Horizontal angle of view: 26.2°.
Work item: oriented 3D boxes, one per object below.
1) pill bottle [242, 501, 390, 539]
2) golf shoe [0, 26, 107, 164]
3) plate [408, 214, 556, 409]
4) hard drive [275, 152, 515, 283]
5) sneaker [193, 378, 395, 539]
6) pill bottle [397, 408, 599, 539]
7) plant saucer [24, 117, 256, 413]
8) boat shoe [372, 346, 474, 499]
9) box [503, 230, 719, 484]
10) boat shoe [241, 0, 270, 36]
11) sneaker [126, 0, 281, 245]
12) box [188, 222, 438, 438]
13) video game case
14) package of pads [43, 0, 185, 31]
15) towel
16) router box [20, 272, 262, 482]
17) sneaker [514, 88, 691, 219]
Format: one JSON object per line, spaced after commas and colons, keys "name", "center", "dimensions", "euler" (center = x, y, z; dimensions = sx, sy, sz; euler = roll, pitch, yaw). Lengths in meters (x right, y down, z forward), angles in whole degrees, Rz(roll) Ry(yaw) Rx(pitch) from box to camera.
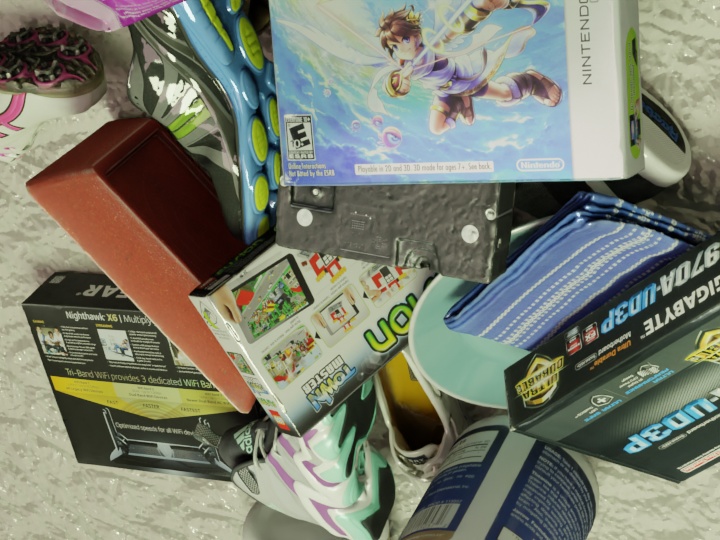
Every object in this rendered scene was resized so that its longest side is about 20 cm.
{"name": "pill bottle", "center": [-0.028, 0.273, 1.234], "dimensions": [0.115, 0.116, 0.202], "euler": [10, 126, 22]}
{"name": "golf shoe", "center": [-0.249, -0.123, 1.117], "dimensions": [0.199, 0.073, 0.093], "euler": [5, 130, 38]}
{"name": "plate", "center": [0.126, 0.022, 0.984], "dimensions": [0.198, 0.026, 0.201], "euler": [-6, 141, -5]}
{"name": "hard drive", "center": [0.025, -0.103, 0.881], "dimensions": [0.138, 0.038, 0.202], "euler": [9, 105, 22]}
{"name": "sneaker", "center": [-0.058, 0.117, 1.100], "dimensions": [0.139, 0.078, 0.201], "euler": [10, 137, 21]}
{"name": "pill bottle", "center": [0.096, 0.169, 1.038], "dimensions": [0.110, 0.200, 0.112], "euler": [14, 128, 19]}
{"name": "plant saucer", "center": [-0.116, -0.019, 1.044], "dimensions": [0.037, 0.200, 0.200], "euler": [-41, 98, 17]}
{"name": "boat shoe", "center": [0.046, 0.118, 1.117], "dimensions": [0.070, 0.070, 0.202], "euler": [2, 122, 27]}
{"name": "box", "center": [0.210, 0.058, 0.949], "dimensions": [0.158, 0.046, 0.200], "euler": [20, 140, -33]}
{"name": "boat shoe", "center": [-0.079, -0.180, 0.966], "dimensions": [0.198, 0.071, 0.065], "euler": [-1, 82, 28]}
{"name": "sneaker", "center": [-0.096, -0.109, 0.954], "dimensions": [0.082, 0.071, 0.201], "euler": [-5, 121, 32]}
{"name": "box", "center": [0.000, 0.000, 0.981], "dimensions": [0.111, 0.200, 0.035], "euler": [58, 158, -17]}
{"name": "video game case", "center": [0.046, -0.139, 0.819], "dimensions": [0.198, 0.045, 0.183], "euler": [0, 100, 24]}
{"name": "package of pads", "center": [-0.125, -0.246, 0.868], "dimensions": [0.120, 0.202, 0.076], "euler": [-16, 157, 25]}
{"name": "towel", "center": [0.167, 0.023, 0.946], "dimensions": [0.199, 0.024, 0.145], "euler": [18, 139, -29]}
{"name": "router box", "center": [-0.154, 0.084, 1.214], "dimensions": [0.198, 0.052, 0.158], "euler": [3, 122, 27]}
{"name": "sneaker", "center": [0.094, -0.102, 0.936], "dimensions": [0.200, 0.073, 0.112], "euler": [46, 130, -8]}
